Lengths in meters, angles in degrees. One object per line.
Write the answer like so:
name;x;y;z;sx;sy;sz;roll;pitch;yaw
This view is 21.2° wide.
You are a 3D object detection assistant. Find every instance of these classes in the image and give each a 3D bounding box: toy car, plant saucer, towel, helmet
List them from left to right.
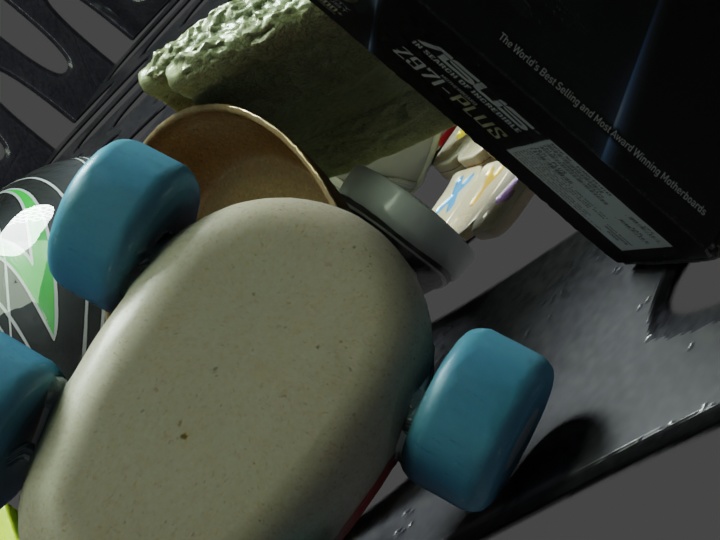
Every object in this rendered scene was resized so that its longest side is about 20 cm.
helmet;-0.135;0.039;1.007;0.190;0.200;0.201;-12;38;44
toy car;-0.046;0.084;0.732;0.177;0.184;0.200;-57;-14;-22
plant saucer;-0.044;0.026;0.842;0.035;0.201;0.200;-9;-17;-38
towel;0.015;-0.103;0.858;0.199;0.148;0.037;-24;64;18

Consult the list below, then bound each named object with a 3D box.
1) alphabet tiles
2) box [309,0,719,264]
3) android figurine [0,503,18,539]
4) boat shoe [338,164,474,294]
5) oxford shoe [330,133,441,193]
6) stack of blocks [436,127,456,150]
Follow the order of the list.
alphabet tiles;0.097;-0.094;0.958;0.196;0.015;0.200;-54;13;-13
box;0.083;-0.126;0.683;0.164;0.200;0.086;-53;12;-11
android figurine;-0.197;0.194;0.919;0.181;0.041;0.201;-32;49;8
boat shoe;0.000;0.000;0.928;0.064;0.071;0.200;-53;5;-10
oxford shoe;-0.015;-0.044;1.044;0.200;0.075;0.058;-55;-3;36
stack of blocks;-0.045;-0.067;1.118;0.200;0.115;0.059;-42;4;35
